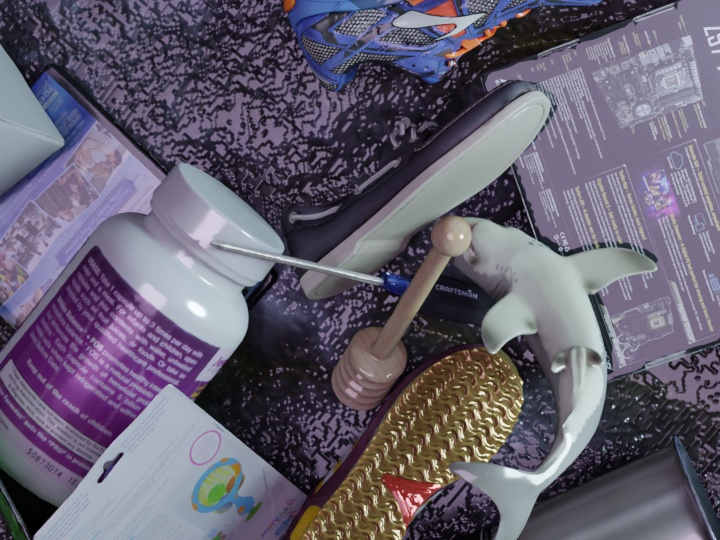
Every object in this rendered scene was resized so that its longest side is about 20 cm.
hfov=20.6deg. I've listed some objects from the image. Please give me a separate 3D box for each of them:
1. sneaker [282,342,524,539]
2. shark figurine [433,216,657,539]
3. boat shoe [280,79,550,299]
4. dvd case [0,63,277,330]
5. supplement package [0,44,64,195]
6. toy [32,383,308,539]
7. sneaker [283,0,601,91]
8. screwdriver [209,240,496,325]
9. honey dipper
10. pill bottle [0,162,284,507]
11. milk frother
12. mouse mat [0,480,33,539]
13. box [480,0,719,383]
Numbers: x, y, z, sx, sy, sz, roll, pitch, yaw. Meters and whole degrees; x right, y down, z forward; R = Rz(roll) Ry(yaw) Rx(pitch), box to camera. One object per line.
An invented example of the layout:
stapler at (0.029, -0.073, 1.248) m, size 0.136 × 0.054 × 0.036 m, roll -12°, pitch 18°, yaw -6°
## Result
sneaker at (0.016, 0.123, 1.213) m, size 0.075 × 0.090 × 0.200 m, roll 47°, pitch 73°, yaw -9°
shark figurine at (0.110, 0.067, 1.138) m, size 0.127 × 0.090 × 0.216 m, roll -2°, pitch 54°, yaw 0°
boat shoe at (0.025, -0.060, 1.177) m, size 0.200 × 0.072 × 0.063 m, roll -39°, pitch 69°, yaw 30°
dvd case at (-0.169, -0.012, 1.254) m, size 0.200 × 0.018 × 0.143 m, roll 43°, pitch 99°, yaw 4°
supplement package at (-0.307, -0.072, 1.209) m, size 0.200 × 0.120 × 0.122 m, roll -38°, pitch 76°, yaw 10°
toy at (-0.111, 0.143, 1.182) m, size 0.115 × 0.200 × 0.047 m, roll -49°, pitch 49°, yaw -5°
sneaker at (0.053, -0.154, 1.189) m, size 0.198 × 0.075 × 0.079 m, roll -6°, pitch 103°, yaw 17°
screwdriver at (0.000, 0.000, 1.171) m, size 0.199 × 0.028 × 0.029 m, roll 19°, pitch 91°, yaw -30°
honey dipper at (0.026, 0.025, 1.148) m, size 0.038 × 0.200 × 0.038 m, roll 7°, pitch 61°, yaw -14°
pill bottle at (-0.137, 0.038, 1.187) m, size 0.112 × 0.112 × 0.200 m, roll 40°, pitch 100°, yaw 4°
milk frother at (0.148, 0.236, 1.181) m, size 0.187 × 0.181 × 0.200 m, roll -24°, pitch 132°, yaw 10°
mouse mat at (-0.205, 0.160, 1.190) m, size 0.007 × 0.200 × 0.162 m, roll -28°, pitch 89°, yaw -15°
box at (0.178, -0.050, 1.185) m, size 0.159 × 0.044 × 0.201 m, roll -20°, pitch 92°, yaw 10°
